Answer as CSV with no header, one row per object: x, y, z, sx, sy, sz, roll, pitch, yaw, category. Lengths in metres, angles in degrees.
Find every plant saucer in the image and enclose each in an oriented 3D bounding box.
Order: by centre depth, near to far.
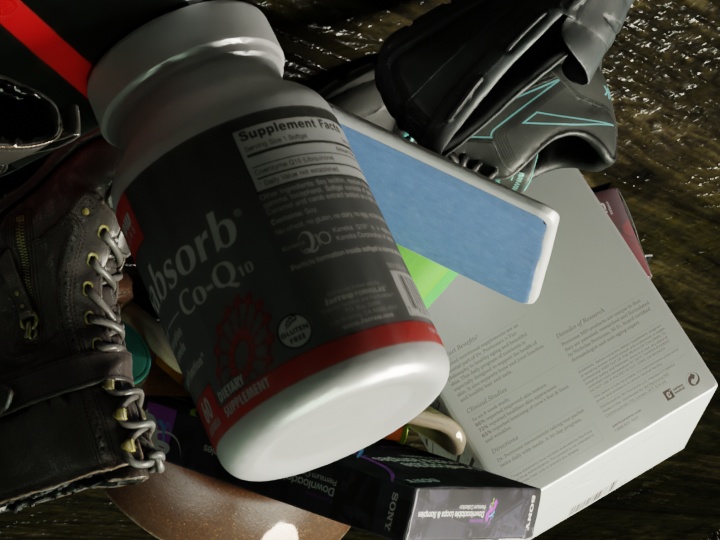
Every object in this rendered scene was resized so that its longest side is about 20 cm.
-0.083,0.098,1.399,0.199,0.201,0.037,-6,140,-36,plant saucer

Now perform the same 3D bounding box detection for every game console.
-0.148,-0.109,1.004,0.176,0.031,0.200,-28,162,6,game console

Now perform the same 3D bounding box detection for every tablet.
0.007,-0.048,1.139,0.014,0.199,0.130,-62,171,-19,tablet

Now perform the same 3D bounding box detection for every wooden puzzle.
-0.051,0.066,1.333,0.198,0.038,0.185,18,-178,-17,wooden puzzle

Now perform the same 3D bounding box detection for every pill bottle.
-0.048,-0.015,1.021,0.115,0.201,0.116,-23,162,-8,pill bottle

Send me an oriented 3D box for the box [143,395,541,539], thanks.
-0.014,0.112,1.259,0.199,0.036,0.143,17,-175,33,box

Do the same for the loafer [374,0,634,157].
0.103,-0.126,1.114,0.200,0.071,0.068,-32,161,-2,loafer

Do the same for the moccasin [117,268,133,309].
-0.200,0.058,1.335,0.073,0.078,0.201,3,149,-48,moccasin

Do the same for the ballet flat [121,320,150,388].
-0.217,0.038,1.233,0.199,0.069,0.068,18,143,-26,ballet flat

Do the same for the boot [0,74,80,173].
-0.237,-0.053,0.925,0.198,0.070,0.174,0,165,-31,boot

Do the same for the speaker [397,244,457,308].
0.000,0.000,1.240,0.088,0.089,0.200,-40,-176,47,speaker

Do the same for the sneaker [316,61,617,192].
0.053,-0.077,1.219,0.198,0.080,0.075,-13,162,-15,sneaker

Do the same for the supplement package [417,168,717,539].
0.100,0.046,1.387,0.151,0.201,0.151,-29,164,-9,supplement package

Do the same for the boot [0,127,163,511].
-0.133,0.025,1.132,0.199,0.175,0.069,-25,161,17,boot

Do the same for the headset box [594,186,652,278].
0.110,0.020,1.562,0.198,0.076,0.149,-16,161,-12,headset box
